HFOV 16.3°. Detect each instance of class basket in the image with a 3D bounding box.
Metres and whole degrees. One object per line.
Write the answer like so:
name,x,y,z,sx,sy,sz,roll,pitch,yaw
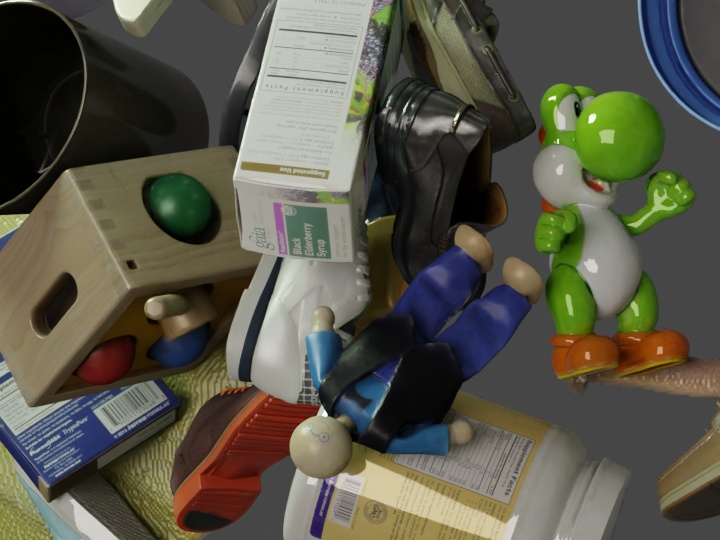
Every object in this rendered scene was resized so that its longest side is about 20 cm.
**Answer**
basket,-0.208,-0.107,1.811,0.180,0.200,0.136,-35,72,24

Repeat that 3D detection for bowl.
bowl,0.278,-0.181,1.632,0.200,0.039,0.201,-2,86,29

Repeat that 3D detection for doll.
doll,0.024,0.059,1.602,0.136,0.049,0.200,34,63,19

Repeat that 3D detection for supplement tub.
supplement tub,0.064,0.154,1.654,0.200,0.145,0.146,20,97,10

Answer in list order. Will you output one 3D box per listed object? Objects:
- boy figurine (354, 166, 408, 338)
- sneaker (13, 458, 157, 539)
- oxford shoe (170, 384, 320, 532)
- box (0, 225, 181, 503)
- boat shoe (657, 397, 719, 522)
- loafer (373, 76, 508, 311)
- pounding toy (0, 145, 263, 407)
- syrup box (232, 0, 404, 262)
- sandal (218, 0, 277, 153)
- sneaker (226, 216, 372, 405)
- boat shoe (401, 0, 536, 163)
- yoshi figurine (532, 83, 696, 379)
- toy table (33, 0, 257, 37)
boy figurine,0.000,0.000,1.767,0.124,0.064,0.200,-16,77,25
sneaker,-0.202,0.212,1.863,0.200,0.074,0.082,44,105,25
oxford shoe,-0.082,0.104,1.786,0.200,0.071,0.073,-47,46,35
box,-0.240,0.066,1.877,0.121,0.032,0.200,-32,66,-22
boat shoe,0.268,0.090,1.610,0.200,0.074,0.066,-37,58,21
loafer,0.063,-0.039,1.672,0.072,0.200,0.073,18,58,27
pounding toy,-0.150,0.010,1.750,0.200,0.184,0.142,-46,66,41
syrup box,-0.025,-0.109,1.654,0.081,0.079,0.200,6,55,8
sandal,-0.052,-0.168,1.804,0.043,0.076,0.200,25,101,1
sneaker,-0.023,-0.006,1.703,0.080,0.076,0.200,18,80,12
boat shoe,0.065,-0.160,1.740,0.065,0.073,0.200,-14,62,-10
yoshi figurine,0.166,-0.033,1.657,0.112,0.112,0.200,-11,79,13
toy table,-0.149,-0.257,1.810,0.117,0.184,0.200,21,76,31
